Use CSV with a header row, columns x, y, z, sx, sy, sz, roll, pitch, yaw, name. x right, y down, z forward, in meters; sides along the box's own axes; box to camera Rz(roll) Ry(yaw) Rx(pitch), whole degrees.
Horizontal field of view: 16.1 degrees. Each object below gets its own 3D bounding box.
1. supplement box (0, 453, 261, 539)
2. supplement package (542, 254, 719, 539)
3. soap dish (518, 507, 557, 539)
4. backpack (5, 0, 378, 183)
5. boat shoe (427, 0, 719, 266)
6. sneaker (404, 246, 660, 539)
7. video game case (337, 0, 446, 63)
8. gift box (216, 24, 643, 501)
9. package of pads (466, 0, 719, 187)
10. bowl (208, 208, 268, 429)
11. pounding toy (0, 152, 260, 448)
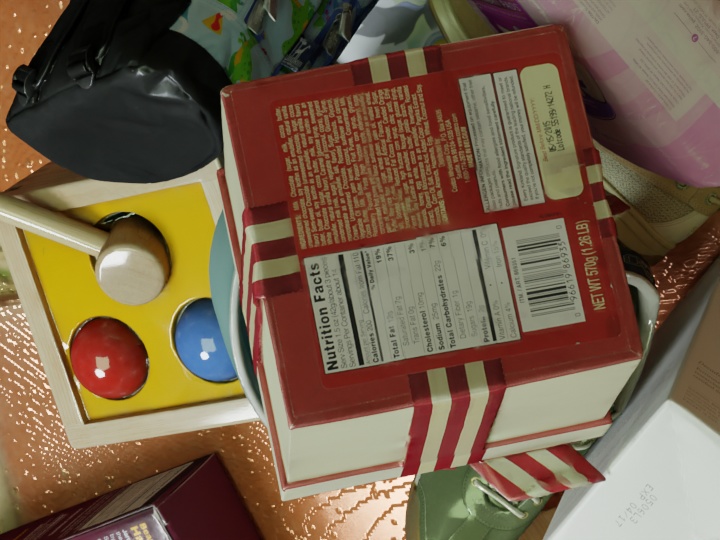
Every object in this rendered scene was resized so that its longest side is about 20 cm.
x,y,z,sx,sy,sz,roll,pitch,yaw,name
-0.158,0.204,1.583,0.200,0.086,0.111,-23,99,30,supplement box
0.191,0.095,1.310,0.120,0.200,0.121,36,121,0,supplement package
0.102,0.228,1.447,0.200,0.081,0.157,55,153,-5,soap dish
-0.071,-0.143,1.317,0.154,0.200,0.163,29,156,-26,backpack
0.112,-0.090,1.340,0.063,0.073,0.201,-39,106,13,boat shoe
0.090,0.073,1.302,0.067,0.090,0.200,31,85,-11,sneaker
0.041,-0.188,1.374,0.182,0.022,0.200,39,121,6,video game case
0.041,0.007,1.173,0.199,0.187,0.185,-6,76,-5,gift box
0.103,-0.131,1.182,0.076,0.120,0.200,-48,117,-7,package of pads
0.000,0.000,1.354,0.105,0.200,0.201,26,128,59,bowl
-0.131,-0.007,1.453,0.184,0.142,0.201,-11,106,27,pounding toy
